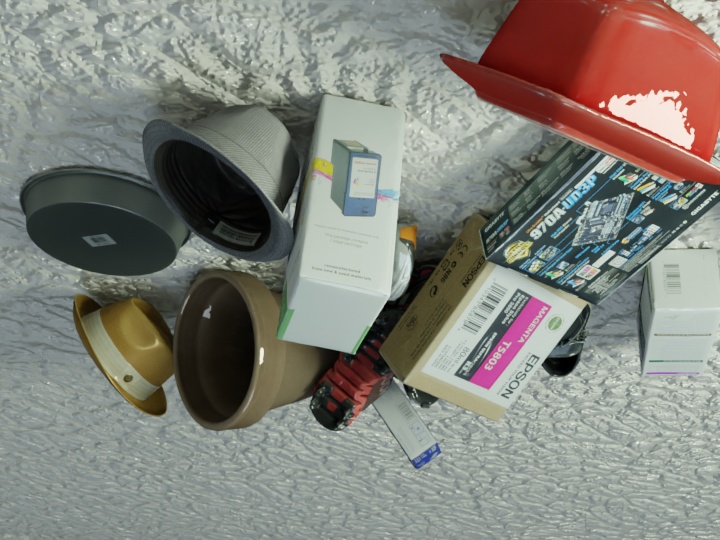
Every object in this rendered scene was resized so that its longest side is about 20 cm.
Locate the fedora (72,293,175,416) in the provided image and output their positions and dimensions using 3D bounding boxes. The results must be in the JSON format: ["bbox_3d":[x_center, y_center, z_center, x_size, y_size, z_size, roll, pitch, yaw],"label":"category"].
[{"bbox_3d":[-0.297,0.097,1.350,0.082,0.201,0.201,-34,145,2],"label":"fedora"}]

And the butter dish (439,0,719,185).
[{"bbox_3d":[0.195,-0.168,0.780,0.199,0.148,0.200,19,-169,-25],"label":"butter dish"}]

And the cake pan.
[{"bbox_3d":[-0.296,-0.049,1.173,0.199,0.037,0.201,4,152,2],"label":"cake pan"}]

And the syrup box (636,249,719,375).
[{"bbox_3d":[0.382,0.055,1.228,0.081,0.079,0.200,-1,152,9],"label":"syrup box"}]

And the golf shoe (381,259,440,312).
[{"bbox_3d":[0.056,0.061,1.279,0.077,0.089,0.200,14,152,-21],"label":"golf shoe"}]

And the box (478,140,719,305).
[{"bbox_3d":[0.241,-0.059,1.014,0.158,0.046,0.200,20,132,-27],"label":"box"}]

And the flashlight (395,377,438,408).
[{"bbox_3d":[0.072,0.132,1.327,0.068,0.068,0.200,41,-176,-10],"label":"flashlight"}]

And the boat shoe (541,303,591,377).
[{"bbox_3d":[0.259,0.079,1.311,0.074,0.063,0.200,1,151,10],"label":"boat shoe"}]

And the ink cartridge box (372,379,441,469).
[{"bbox_3d":[0.033,0.168,1.364,0.044,0.200,0.094,-34,161,-4],"label":"ink cartridge box"}]

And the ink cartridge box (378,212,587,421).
[{"bbox_3d":[0.145,0.058,1.161,0.164,0.075,0.200,25,106,-34],"label":"ink cartridge box"}]

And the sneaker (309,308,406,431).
[{"bbox_3d":[0.013,0.112,1.256,0.071,0.098,0.201,42,124,11],"label":"sneaker"}]

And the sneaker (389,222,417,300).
[{"bbox_3d":[0.000,0.000,1.190,0.092,0.076,0.200,17,149,-14],"label":"sneaker"}]

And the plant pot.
[{"bbox_3d":[-0.119,0.102,1.303,0.174,0.201,0.200,4,159,-42],"label":"plant pot"}]

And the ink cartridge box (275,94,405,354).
[{"bbox_3d":[-0.019,-0.043,0.972,0.087,0.201,0.145,12,152,-8],"label":"ink cartridge box"}]

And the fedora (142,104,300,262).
[{"bbox_3d":[-0.118,-0.096,0.970,0.177,0.090,0.200,35,155,4],"label":"fedora"}]
